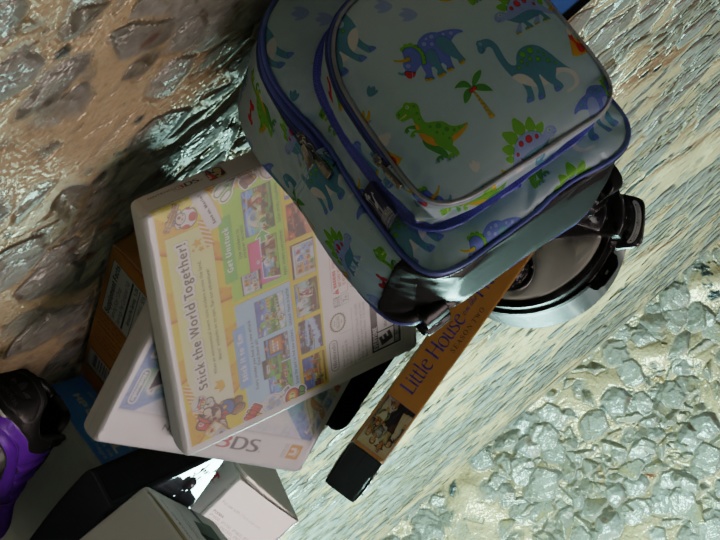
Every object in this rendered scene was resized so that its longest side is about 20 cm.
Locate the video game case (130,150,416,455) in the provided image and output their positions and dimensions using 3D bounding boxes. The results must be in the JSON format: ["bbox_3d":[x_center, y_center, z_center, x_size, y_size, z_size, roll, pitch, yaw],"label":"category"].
[{"bbox_3d":[-0.049,0.005,1.210,0.181,0.023,0.201,-24,134,-22],"label":"video game case"}]

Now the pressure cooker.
[{"bbox_3d":[0.141,-0.042,1.620,0.176,0.179,0.200,-39,168,5],"label":"pressure cooker"}]

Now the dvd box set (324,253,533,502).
[{"bbox_3d":[0.050,0.065,1.341,0.200,0.029,0.146,-53,176,-19],"label":"dvd box set"}]

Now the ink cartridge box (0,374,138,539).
[{"bbox_3d":[-0.194,0.143,1.471,0.146,0.084,0.200,-49,163,29],"label":"ink cartridge box"}]

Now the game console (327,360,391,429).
[{"bbox_3d":[0.000,0.000,1.376,0.176,0.116,0.200,28,103,-33],"label":"game console"}]

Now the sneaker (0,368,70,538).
[{"bbox_3d":[-0.242,0.125,1.314,0.099,0.070,0.200,-38,167,-23],"label":"sneaker"}]

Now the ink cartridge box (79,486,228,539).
[{"bbox_3d":[-0.157,0.239,1.341,0.146,0.084,0.200,-39,164,-3],"label":"ink cartridge box"}]

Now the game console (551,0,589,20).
[{"bbox_3d":[0.181,-0.191,1.405,0.200,0.175,0.117,-7,115,-68],"label":"game console"}]

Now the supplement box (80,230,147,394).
[{"bbox_3d":[-0.140,0.035,1.320,0.066,0.069,0.200,-34,167,-29],"label":"supplement box"}]

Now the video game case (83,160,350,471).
[{"bbox_3d":[-0.064,0.037,1.251,0.182,0.022,0.201,14,110,-43],"label":"video game case"}]

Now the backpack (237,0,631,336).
[{"bbox_3d":[0.037,-0.099,1.092,0.183,0.200,0.147,-34,163,-23],"label":"backpack"}]

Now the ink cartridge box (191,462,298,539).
[{"bbox_3d":[-0.166,0.219,1.638,0.200,0.148,0.086,-41,125,7],"label":"ink cartridge box"}]

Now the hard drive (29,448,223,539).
[{"bbox_3d":[-0.186,0.193,1.384,0.135,0.042,0.200,-22,156,-47],"label":"hard drive"}]
